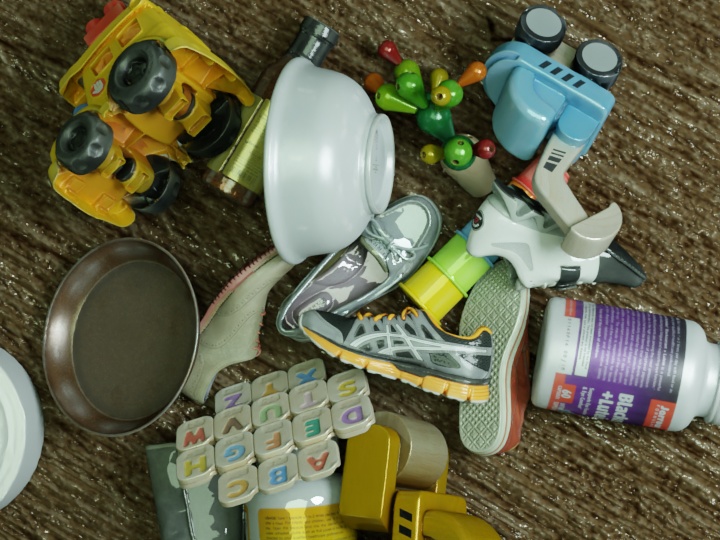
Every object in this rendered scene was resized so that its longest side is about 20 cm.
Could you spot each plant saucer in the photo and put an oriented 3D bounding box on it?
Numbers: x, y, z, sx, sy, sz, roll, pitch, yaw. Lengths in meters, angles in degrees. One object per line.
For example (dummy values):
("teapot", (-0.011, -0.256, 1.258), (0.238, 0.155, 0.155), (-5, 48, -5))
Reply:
("plant saucer", (-0.234, 0.068, 1.551), (0.200, 0.034, 0.201), (-7, 77, 31))

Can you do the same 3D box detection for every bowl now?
("bowl", (-0.021, -0.103, 1.484), (0.090, 0.201, 0.202), (4, 89, 14))

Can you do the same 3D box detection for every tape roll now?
("tape roll", (-0.431, 0.164, 1.580), (0.202, 0.071, 0.203), (0, 90, 4))

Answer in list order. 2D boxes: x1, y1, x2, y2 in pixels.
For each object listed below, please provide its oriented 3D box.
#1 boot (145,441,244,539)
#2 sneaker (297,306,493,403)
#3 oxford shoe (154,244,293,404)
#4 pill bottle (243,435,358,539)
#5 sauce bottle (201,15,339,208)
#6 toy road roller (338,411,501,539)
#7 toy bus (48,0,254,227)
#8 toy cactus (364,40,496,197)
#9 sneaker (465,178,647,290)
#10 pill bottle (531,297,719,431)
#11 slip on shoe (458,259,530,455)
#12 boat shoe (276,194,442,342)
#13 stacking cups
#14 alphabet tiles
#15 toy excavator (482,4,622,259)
("boot", (-0.193, 0.275, 1.560), (0.181, 0.073, 0.201), (-11, 95, -10))
("sneaker", (0.037, 0.069, 1.506), (0.200, 0.078, 0.077), (17, 90, 1))
("oxford shoe", (-0.120, 0.049, 1.564), (0.075, 0.070, 0.200), (44, 103, 1))
("pill bottle", (-0.058, 0.263, 1.530), (0.112, 0.113, 0.201), (-4, 89, 4))
("sauce bottle", (-0.087, -0.161, 1.563), (0.066, 0.066, 0.200), (32, 92, 4))
("toy road roller", (0.066, 0.240, 1.484), (0.146, 0.123, 0.201), (-2, 78, 31))
("toy bus", (-0.236, -0.175, 1.544), (0.200, 0.136, 0.192), (-45, 53, 10))
("toy cactus", (0.088, -0.144, 1.521), (0.102, 0.200, 0.165), (-41, 126, -2))
("sneaker", (0.189, -0.014, 1.521), (0.200, 0.074, 0.089), (24, 108, -23))
("pill bottle", (0.273, 0.096, 1.508), (0.199, 0.111, 0.112), (10, 90, 5))
("slip on shoe", (0.140, 0.088, 1.549), (0.074, 0.061, 0.201), (-3, 75, 36))
("boat shoe", (-0.002, -0.001, 1.553), (0.202, 0.065, 0.074), (-37, 87, 3))
("stacking cups", (0.130, -0.033, 1.554), (0.200, 0.061, 0.061), (-43, 86, -3))
("alphabet tiles", (-0.085, 0.152, 1.503), (0.200, 0.196, 0.015), (-18, 119, 4))
("toy excavator", (0.186, -0.126, 1.480), (0.194, 0.100, 0.200), (32, 59, 6))
